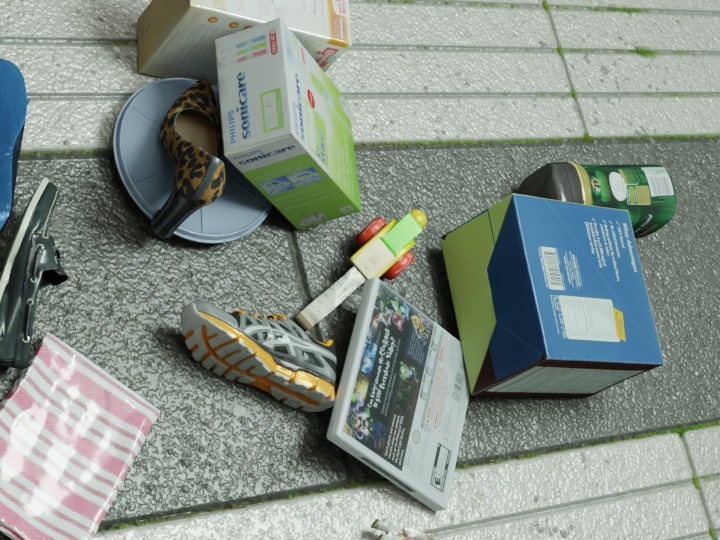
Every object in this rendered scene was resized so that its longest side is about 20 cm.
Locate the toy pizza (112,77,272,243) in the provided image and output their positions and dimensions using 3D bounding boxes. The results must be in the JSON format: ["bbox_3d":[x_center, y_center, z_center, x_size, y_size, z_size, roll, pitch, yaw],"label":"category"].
[{"bbox_3d":[-0.184,-0.120,1.683,0.198,0.032,0.203,14,61,-26],"label":"toy pizza"}]

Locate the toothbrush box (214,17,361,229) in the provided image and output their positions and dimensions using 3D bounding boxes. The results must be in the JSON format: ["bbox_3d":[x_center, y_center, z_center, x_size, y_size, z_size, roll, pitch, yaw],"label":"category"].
[{"bbox_3d":[-0.078,-0.157,1.664,0.200,0.085,0.148,44,35,-58],"label":"toothbrush box"}]

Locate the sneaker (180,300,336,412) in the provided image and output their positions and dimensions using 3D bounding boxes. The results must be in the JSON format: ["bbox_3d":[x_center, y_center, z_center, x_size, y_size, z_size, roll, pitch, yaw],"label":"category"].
[{"bbox_3d":[-0.106,0.079,1.617,0.199,0.078,0.078,32,55,-29],"label":"sneaker"}]

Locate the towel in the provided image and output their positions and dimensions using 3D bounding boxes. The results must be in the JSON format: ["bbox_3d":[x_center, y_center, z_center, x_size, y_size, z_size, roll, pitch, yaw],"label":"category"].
[{"bbox_3d":[-0.293,0.174,1.481,0.146,0.030,0.201,36,54,-14],"label":"towel"}]

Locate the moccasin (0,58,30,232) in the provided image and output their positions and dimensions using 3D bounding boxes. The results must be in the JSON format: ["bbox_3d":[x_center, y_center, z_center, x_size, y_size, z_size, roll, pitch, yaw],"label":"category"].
[{"bbox_3d":[-0.385,-0.120,1.538,0.079,0.068,0.203,13,61,-18],"label":"moccasin"}]

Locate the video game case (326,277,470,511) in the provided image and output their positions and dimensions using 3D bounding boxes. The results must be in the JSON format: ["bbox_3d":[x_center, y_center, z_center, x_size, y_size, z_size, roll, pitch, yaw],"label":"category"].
[{"bbox_3d":[0.050,0.138,1.689,0.181,0.023,0.202,37,52,-32],"label":"video game case"}]

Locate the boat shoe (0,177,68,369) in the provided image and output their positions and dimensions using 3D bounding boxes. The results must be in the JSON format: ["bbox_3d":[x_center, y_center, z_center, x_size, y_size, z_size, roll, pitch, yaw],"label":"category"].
[{"bbox_3d":[-0.325,0.006,1.506,0.065,0.075,0.202,21,62,-13],"label":"boat shoe"}]

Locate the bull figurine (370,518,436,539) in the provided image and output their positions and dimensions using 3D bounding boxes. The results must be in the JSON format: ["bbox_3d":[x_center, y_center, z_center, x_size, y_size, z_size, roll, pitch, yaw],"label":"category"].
[{"bbox_3d":[0.030,0.354,1.576,0.121,0.065,0.201,45,52,-11],"label":"bull figurine"}]

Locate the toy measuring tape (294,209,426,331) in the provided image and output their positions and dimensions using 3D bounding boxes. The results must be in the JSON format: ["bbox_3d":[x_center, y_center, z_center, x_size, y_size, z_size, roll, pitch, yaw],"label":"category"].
[{"bbox_3d":[0.000,0.000,1.738,0.200,0.074,0.074,-42,93,-15],"label":"toy measuring tape"}]

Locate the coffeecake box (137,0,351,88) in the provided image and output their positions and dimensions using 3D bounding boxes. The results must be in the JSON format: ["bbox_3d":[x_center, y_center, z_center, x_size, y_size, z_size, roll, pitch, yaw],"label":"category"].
[{"bbox_3d":[-0.132,-0.268,1.707,0.198,0.153,0.074,9,64,-29],"label":"coffeecake box"}]

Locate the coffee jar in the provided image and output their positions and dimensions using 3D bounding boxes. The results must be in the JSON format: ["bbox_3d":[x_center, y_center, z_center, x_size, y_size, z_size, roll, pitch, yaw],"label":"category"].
[{"bbox_3d":[0.297,-0.088,1.923,0.198,0.104,0.087,-1,71,-31],"label":"coffee jar"}]

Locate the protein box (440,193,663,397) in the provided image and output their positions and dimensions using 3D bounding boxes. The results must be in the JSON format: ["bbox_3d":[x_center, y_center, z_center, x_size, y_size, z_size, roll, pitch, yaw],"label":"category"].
[{"bbox_3d":[0.225,0.035,1.786,0.198,0.134,0.201,5,66,-39],"label":"protein box"}]

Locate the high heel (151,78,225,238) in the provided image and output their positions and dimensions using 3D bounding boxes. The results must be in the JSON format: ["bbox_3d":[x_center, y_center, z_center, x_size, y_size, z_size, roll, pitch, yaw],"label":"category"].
[{"bbox_3d":[-0.161,-0.144,1.597,0.071,0.142,0.202,22,58,-21],"label":"high heel"}]
